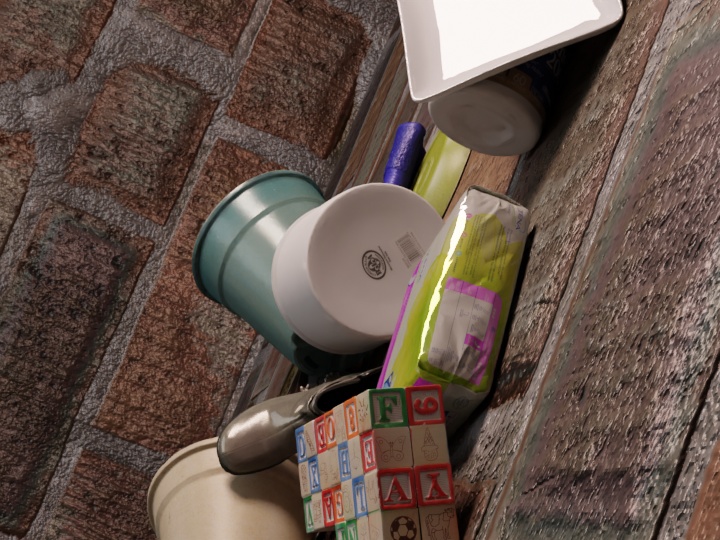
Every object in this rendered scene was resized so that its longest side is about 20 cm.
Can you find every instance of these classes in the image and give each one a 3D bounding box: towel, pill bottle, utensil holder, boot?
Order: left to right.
[{"bbox_3d":[-0.052,0.143,1.471,0.131,0.199,0.068,123,124,-73],"label":"boot"},{"bbox_3d":[0.000,0.000,1.539,0.200,0.169,0.171,154,139,-78],"label":"utensil holder"},{"bbox_3d":[0.036,-0.085,1.894,0.148,0.049,0.201,74,-146,-72],"label":"towel"},{"bbox_3d":[0.144,-0.219,1.371,0.111,0.110,0.201,128,164,-66],"label":"pill bottle"}]

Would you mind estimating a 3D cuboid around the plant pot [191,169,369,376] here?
[{"bbox_3d":[-0.072,0.013,1.762,0.196,0.199,0.201,43,117,37],"label":"plant pot"}]

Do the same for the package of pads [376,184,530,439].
[{"bbox_3d":[0.073,0.045,1.210,0.155,0.068,0.201,120,170,-54],"label":"package of pads"}]

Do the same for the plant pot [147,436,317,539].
[{"bbox_3d":[-0.131,0.311,1.521,0.184,0.199,0.201,-95,28,-54],"label":"plant pot"}]

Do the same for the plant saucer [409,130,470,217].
[{"bbox_3d":[0.090,-0.109,1.790,0.200,0.031,0.201,-156,90,-83],"label":"plant saucer"}]

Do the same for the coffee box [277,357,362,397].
[{"bbox_3d":[-0.058,0.166,1.802,0.200,0.079,0.114,-79,15,-63],"label":"coffee box"}]

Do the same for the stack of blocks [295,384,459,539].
[{"bbox_3d":[0.008,0.163,1.112,0.200,0.058,0.116,142,124,-67],"label":"stack of blocks"}]

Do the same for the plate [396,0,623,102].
[{"bbox_3d":[0.130,-0.251,1.305,0.198,0.032,0.201,-21,51,18],"label":"plate"}]

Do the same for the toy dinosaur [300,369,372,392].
[{"bbox_3d":[-0.046,0.186,1.641,0.102,0.076,0.201,-113,46,-81],"label":"toy dinosaur"}]
